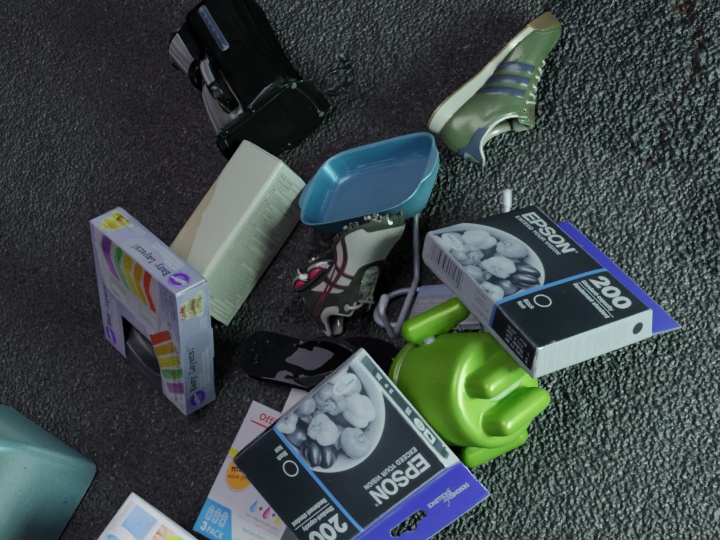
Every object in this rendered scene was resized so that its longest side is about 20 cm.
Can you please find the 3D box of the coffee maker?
[{"bbox_3d":[-0.129,-0.258,1.723,0.190,0.135,0.201,-24,57,-10],"label":"coffee maker"}]

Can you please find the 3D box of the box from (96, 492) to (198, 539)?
[{"bbox_3d":[-0.192,0.350,1.458,0.199,0.102,0.113,30,75,23],"label":"box"}]

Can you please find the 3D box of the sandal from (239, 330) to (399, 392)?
[{"bbox_3d":[-0.050,0.106,1.539,0.198,0.043,0.077,2,65,19],"label":"sandal"}]

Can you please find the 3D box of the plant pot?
[{"bbox_3d":[-0.484,0.257,1.629,0.195,0.200,0.198,24,81,35],"label":"plant pot"}]

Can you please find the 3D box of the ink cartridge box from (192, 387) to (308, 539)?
[{"bbox_3d":[-0.089,0.225,1.507,0.114,0.068,0.202,18,78,33],"label":"ink cartridge box"}]

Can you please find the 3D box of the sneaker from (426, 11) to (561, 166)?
[{"bbox_3d":[0.176,-0.202,1.561,0.200,0.067,0.090,-42,78,-7],"label":"sneaker"}]

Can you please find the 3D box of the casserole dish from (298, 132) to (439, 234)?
[{"bbox_3d":[0.015,-0.097,1.584,0.198,0.039,0.122,-11,45,37],"label":"casserole dish"}]

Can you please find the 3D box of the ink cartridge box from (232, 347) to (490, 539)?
[{"bbox_3d":[-0.002,0.213,1.385,0.200,0.043,0.198,48,117,-2],"label":"ink cartridge box"}]

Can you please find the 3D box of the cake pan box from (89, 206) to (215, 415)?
[{"bbox_3d":[-0.247,0.050,1.610,0.052,0.202,0.184,-27,48,-30],"label":"cake pan box"}]

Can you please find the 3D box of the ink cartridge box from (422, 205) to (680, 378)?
[{"bbox_3d":[0.198,0.010,1.374,0.198,0.044,0.198,-14,43,-30],"label":"ink cartridge box"}]

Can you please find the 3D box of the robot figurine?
[{"bbox_3d":[0.104,0.123,1.395,0.115,0.177,0.199,-35,15,-29],"label":"robot figurine"}]

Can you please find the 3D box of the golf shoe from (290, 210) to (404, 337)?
[{"bbox_3d":[0.000,0.000,1.527,0.200,0.077,0.089,-42,66,49],"label":"golf shoe"}]

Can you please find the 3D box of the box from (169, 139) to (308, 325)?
[{"bbox_3d":[-0.152,-0.046,1.647,0.077,0.095,0.201,31,84,37],"label":"box"}]

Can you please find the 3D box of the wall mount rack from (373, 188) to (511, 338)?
[{"bbox_3d":[0.102,-0.002,1.504,0.198,0.075,0.175,-4,43,26],"label":"wall mount rack"}]
